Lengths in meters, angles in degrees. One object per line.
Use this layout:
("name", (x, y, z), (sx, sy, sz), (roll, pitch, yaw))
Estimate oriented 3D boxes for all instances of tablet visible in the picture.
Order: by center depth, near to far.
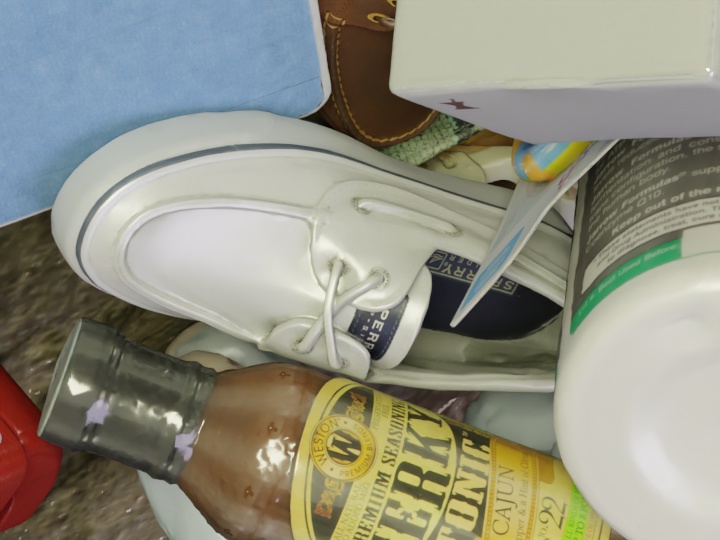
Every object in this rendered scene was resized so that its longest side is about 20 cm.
("tablet", (-0.107, -0.058, 0.798), (0.199, 0.014, 0.131), (-21, 146, -8))

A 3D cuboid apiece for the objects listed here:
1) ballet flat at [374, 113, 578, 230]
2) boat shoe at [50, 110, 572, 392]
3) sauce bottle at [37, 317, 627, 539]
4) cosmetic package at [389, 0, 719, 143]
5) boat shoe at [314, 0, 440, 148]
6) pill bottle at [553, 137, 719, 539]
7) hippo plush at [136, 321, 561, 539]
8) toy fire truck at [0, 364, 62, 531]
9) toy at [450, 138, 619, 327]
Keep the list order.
("ballet flat", (0.045, -0.031, 0.954), (0.199, 0.074, 0.074), (-26, 146, -17))
("boat shoe", (0.000, 0.000, 0.859), (0.199, 0.065, 0.074), (5, 123, -30))
("sauce bottle", (-0.004, 0.069, 0.853), (0.199, 0.065, 0.065), (19, 127, -9))
("cosmetic package", (0.074, -0.140, 0.714), (0.071, 0.101, 0.202), (14, 79, -51))
("boat shoe", (0.012, -0.104, 0.830), (0.072, 0.068, 0.201), (-23, 145, -21))
("pill bottle", (0.123, -0.008, 0.854), (0.112, 0.201, 0.114), (4, 125, 6))
("hippo plush", (0.016, 0.085, 0.945), (0.160, 0.200, 0.160), (-16, 112, 11))
("toy fire truck", (-0.145, 0.096, 0.907), (0.176, 0.129, 0.200), (-52, 163, 30))
("toy", (0.073, -0.084, 0.849), (0.115, 0.047, 0.200), (-51, -176, 42))
